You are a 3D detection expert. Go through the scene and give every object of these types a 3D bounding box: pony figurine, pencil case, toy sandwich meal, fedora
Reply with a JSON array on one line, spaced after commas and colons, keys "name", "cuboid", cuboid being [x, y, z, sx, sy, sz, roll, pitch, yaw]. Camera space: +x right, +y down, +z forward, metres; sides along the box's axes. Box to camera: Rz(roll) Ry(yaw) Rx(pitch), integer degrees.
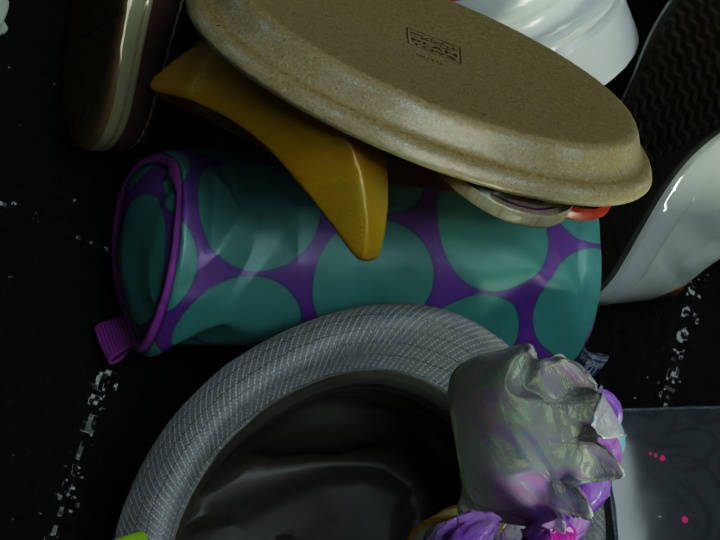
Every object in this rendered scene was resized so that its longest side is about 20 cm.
[{"name": "pony figurine", "cuboid": [0.052, 0.110, 0.944, 0.167, 0.193, 0.200, 45, 72, -21]}, {"name": "pencil case", "cuboid": [0.000, 0.000, 1.101, 0.200, 0.093, 0.085, 5, 40, -25]}, {"name": "toy sandwich meal", "cuboid": [0.011, -0.056, 1.028, 0.205, 0.205, 0.070, 14, 111, -24]}, {"name": "fedora", "cuboid": [-0.012, 0.114, 1.064, 0.200, 0.090, 0.177, -44, 98, -22]}]

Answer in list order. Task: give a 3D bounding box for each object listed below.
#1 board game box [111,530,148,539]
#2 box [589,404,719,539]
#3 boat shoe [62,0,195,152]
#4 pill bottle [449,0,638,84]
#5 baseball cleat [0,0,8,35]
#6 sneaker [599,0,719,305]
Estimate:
[{"name": "board game box", "cuboid": [-0.070, 0.203, 0.942, 0.048, 0.102, 0.200, -15, 70, -37]}, {"name": "box", "cuboid": [0.164, 0.121, 1.146, 0.200, 0.106, 0.123, -1, 79, -27]}, {"name": "boat shoe", "cuboid": [-0.066, -0.133, 1.110, 0.072, 0.072, 0.200, 21, 63, -21]}, {"name": "pill bottle", "cuboid": [0.042, -0.165, 1.130, 0.111, 0.111, 0.200, -41, 117, -29]}, {"name": "baseball cleat", "cuboid": [-0.211, -0.059, 1.014, 0.106, 0.070, 0.200, 47, 51, -23]}, {"name": "sneaker", "cuboid": [0.158, -0.066, 1.157, 0.085, 0.200, 0.073, 4, 43, -43]}]
